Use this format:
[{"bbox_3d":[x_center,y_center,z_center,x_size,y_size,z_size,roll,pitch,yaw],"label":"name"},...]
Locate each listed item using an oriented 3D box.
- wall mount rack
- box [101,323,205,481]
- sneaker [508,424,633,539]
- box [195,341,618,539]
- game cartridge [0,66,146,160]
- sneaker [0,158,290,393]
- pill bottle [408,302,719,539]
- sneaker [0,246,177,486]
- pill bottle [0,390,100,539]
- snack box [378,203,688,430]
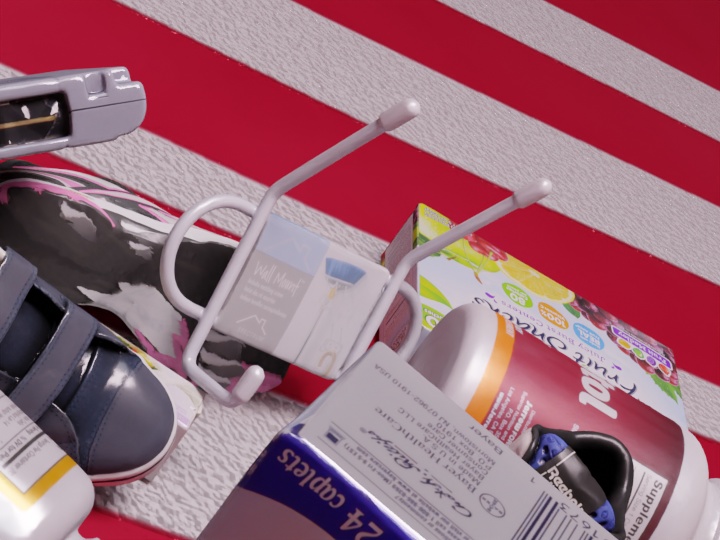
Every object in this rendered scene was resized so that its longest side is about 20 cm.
[{"bbox_3d":[0.000,0.000,1.112,0.074,0.175,0.199,31,4,42],"label":"wall mount rack"},{"bbox_3d":[-0.169,0.027,1.063,0.199,0.042,0.039,34,26,-5],"label":"box"},{"bbox_3d":[0.055,0.125,1.013,0.199,0.115,0.081,-31,78,-30],"label":"sneaker"},{"bbox_3d":[0.007,0.169,0.869,0.184,0.201,0.105,39,28,6],"label":"box"},{"bbox_3d":[-0.213,-0.065,1.030,0.198,0.041,0.133,-11,12,-23],"label":"game cartridge"},{"bbox_3d":[-0.114,-0.010,1.154,0.199,0.081,0.086,30,15,-27],"label":"sneaker"},{"bbox_3d":[0.113,0.113,1.185,0.199,0.113,0.113,31,27,-12],"label":"pill bottle"},{"bbox_3d":[-0.170,0.031,0.991,0.199,0.079,0.079,28,65,-6],"label":"sneaker"},{"bbox_3d":[-0.182,0.085,0.866,0.200,0.109,0.109,44,27,1],"label":"pill bottle"},{"bbox_3d":[0.105,0.058,1.330,0.199,0.053,0.143,29,29,-16],"label":"snack box"}]
